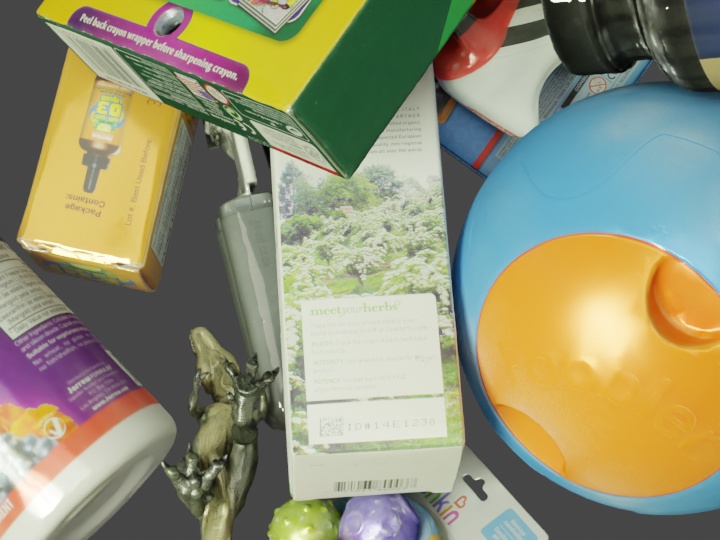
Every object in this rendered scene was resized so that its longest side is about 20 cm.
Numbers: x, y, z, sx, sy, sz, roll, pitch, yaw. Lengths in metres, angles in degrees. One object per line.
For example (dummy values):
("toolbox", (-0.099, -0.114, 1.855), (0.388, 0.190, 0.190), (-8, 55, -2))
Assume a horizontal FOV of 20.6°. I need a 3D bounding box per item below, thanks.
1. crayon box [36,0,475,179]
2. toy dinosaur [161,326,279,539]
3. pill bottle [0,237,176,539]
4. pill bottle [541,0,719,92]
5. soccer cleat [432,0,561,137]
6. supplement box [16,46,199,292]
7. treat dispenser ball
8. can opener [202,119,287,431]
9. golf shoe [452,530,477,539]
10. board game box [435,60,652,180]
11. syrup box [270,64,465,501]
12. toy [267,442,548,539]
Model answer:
("crayon box", (-0.032, -0.149, 0.911), (0.200, 0.058, 0.173), (25, 75, 45))
("toy dinosaur", (-0.068, 0.095, 0.933), (0.047, 0.088, 0.200), (7, 50, -3))
("pill bottle", (-0.194, 0.044, 0.961), (0.111, 0.111, 0.200), (-44, 81, -9))
("pill bottle", (0.184, -0.136, 0.854), (0.200, 0.112, 0.112), (-4, 76, 26))
("soccer cleat", (0.111, -0.155, 0.965), (0.085, 0.069, 0.200), (44, 79, -30))
("supplement box", (-0.116, -0.093, 1.016), (0.066, 0.069, 0.200), (12, 76, 4))
("treat dispenser ball", (0.142, 0.013, 0.924), (0.200, 0.201, 0.201), (0, 78, 0))
("can opener", (-0.038, -0.022, 1.006), (0.067, 0.053, 0.200), (-13, 81, -10))
("golf shoe", (0.023, 0.214, 0.930), (0.200, 0.075, 0.091), (-47, 44, -8))
("board game box", (0.054, -0.145, 1.013), (0.200, 0.037, 0.151), (35, 94, -2))
("syrup box", (0.000, 0.000, 0.931), (0.079, 0.081, 0.200), (-3, 69, -3))
("toy", (-0.024, 0.145, 0.941), (0.200, 0.047, 0.115), (-37, 37, -5))
